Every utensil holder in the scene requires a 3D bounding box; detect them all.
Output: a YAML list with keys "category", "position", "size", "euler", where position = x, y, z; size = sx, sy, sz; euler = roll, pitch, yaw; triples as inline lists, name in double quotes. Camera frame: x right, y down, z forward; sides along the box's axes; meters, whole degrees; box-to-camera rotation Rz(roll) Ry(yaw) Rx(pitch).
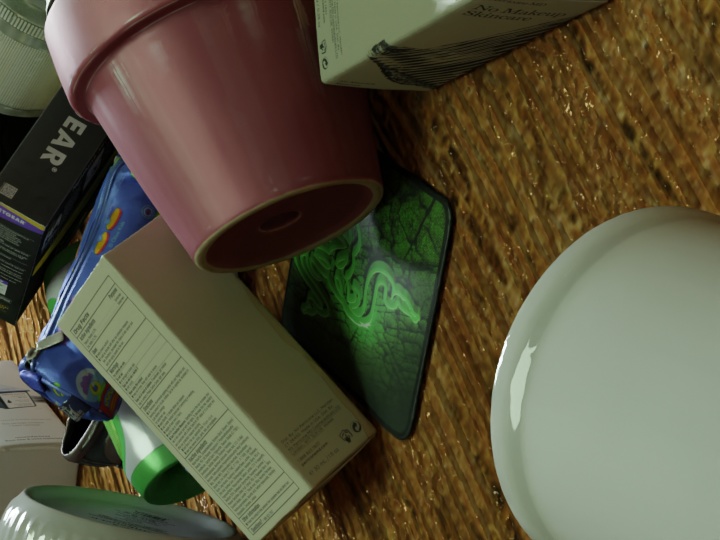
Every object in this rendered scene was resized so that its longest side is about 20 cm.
- category: "utensil holder"
  position: [0.177, 0.073, 0.863]
  size: [0.200, 0.169, 0.171]
  euler: [20, 107, 58]

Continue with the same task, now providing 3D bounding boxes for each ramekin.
- category: "ramekin"
  position: [-0.174, 0.222, 1.503]
  size: [0.200, 0.200, 0.105]
  euler: [13, 92, 62]

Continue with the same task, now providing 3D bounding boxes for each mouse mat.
- category: "mouse mat"
  position: [0.000, 0.000, 1.367]
  size: [0.200, 0.008, 0.161]
  euler: [40, 125, 57]

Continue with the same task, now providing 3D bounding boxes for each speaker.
- category: "speaker"
  position: [-0.167, 0.072, 1.574]
  size: [0.200, 0.088, 0.089]
  euler: [61, 142, 27]

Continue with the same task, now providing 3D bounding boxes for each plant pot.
- category: "plant pot"
  position: [-0.076, -0.105, 1.329]
  size: [0.200, 0.199, 0.179]
  euler: [-45, 64, 54]

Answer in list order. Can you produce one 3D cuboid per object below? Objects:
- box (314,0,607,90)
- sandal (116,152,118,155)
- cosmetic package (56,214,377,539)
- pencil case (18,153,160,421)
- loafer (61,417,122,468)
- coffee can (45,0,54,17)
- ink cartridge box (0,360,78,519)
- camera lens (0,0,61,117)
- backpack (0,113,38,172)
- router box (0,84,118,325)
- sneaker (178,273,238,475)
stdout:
- category: "box"
  position: [0.052, -0.158, 1.190]
  size: [0.200, 0.082, 0.069]
  euler: [-20, 72, 62]
- category: "sandal"
  position: [-0.132, -0.097, 1.553]
  size: [0.200, 0.075, 0.045]
  euler: [130, 139, -61]
- category: "cosmetic package"
  position: [-0.095, 0.069, 1.374]
  size: [0.200, 0.073, 0.104]
  euler: [49, 142, 4]
- category: "pencil case"
  position: [-0.176, 0.010, 1.503]
  size: [0.078, 0.087, 0.201]
  euler: [15, 77, 41]
- category: "loafer"
  position: [-0.196, 0.066, 1.679]
  size: [0.072, 0.063, 0.201]
  euler: [34, 120, 56]
- category: "coffee can"
  position: [-0.169, -0.283, 1.541]
  size: [0.146, 0.146, 0.201]
  euler: [-40, 55, 55]
- category: "ink cartridge box"
  position: [-0.329, 0.184, 1.912]
  size: [0.200, 0.086, 0.147]
  euler: [36, 121, 55]
- category: "camera lens"
  position: [-0.254, -0.229, 1.688]
  size: [0.200, 0.159, 0.160]
  euler: [-46, 50, 53]
- category: "backpack"
  position: [-0.358, -0.103, 1.844]
  size: [0.134, 0.199, 0.183]
  euler: [-8, 83, 62]
- category: "router box"
  position: [-0.226, -0.077, 1.612]
  size: [0.200, 0.052, 0.157]
  euler: [-61, 1, -34]
- category: "sneaker"
  position: [-0.097, 0.073, 1.475]
  size: [0.077, 0.075, 0.200]
  euler: [-65, 35, 39]
